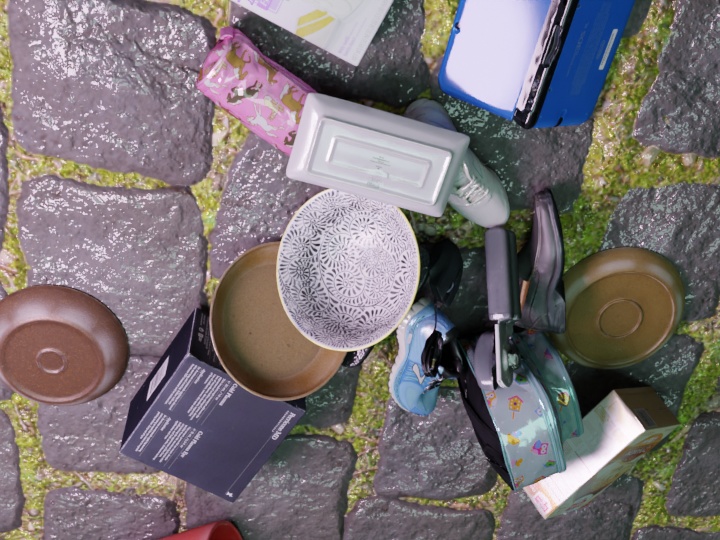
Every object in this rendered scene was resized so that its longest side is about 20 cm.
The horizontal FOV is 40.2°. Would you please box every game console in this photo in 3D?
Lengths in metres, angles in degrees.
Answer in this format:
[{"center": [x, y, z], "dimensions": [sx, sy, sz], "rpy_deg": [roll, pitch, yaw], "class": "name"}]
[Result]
[{"center": [0.208, -0.281, 1.143], "dimensions": [0.168, 0.118, 0.203], "rpy_deg": [-10, 129, -36], "class": "game console"}]

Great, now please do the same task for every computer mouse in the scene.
[{"center": [0.105, 0.045, 1.240], "dimensions": [0.033, 0.203, 0.059], "rpy_deg": [-5, 146, 22], "class": "computer mouse"}]

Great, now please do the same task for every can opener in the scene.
[{"center": [0.168, 0.049, 1.249], "dimensions": [0.066, 0.204, 0.053], "rpy_deg": [-7, 171, 29], "class": "can opener"}]

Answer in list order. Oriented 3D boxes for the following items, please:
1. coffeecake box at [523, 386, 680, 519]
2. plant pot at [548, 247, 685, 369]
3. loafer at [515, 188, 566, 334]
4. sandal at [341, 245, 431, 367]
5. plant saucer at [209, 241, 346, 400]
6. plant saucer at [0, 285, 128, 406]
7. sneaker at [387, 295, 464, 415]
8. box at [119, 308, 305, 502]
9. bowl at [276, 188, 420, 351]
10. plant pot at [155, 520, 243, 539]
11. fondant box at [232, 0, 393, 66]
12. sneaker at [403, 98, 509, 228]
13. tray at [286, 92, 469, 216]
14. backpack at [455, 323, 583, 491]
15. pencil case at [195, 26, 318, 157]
[{"center": [0.343, 0.260, 1.415], "dimensions": [0.200, 0.073, 0.152], "rpy_deg": [-49, 152, 23], "class": "coffeecake box"}, {"center": [0.357, 0.062, 1.363], "dimensions": [0.196, 0.028, 0.203], "rpy_deg": [-2, 123, -3], "class": "plant pot"}, {"center": [0.230, -0.007, 1.284], "dimensions": [0.071, 0.073, 0.204], "rpy_deg": [-2, 113, 10], "class": "loafer"}, {"center": [0.027, 0.042, 1.311], "dimensions": [0.075, 0.045, 0.201], "rpy_deg": [43, 113, 19], "class": "sandal"}, {"center": [-0.106, 0.066, 1.275], "dimensions": [0.197, 0.035, 0.205], "rpy_deg": [3, 83, -26], "class": "plant saucer"}, {"center": [-0.417, 0.114, 1.338], "dimensions": [0.196, 0.037, 0.204], "rpy_deg": [-2, 123, -3], "class": "plant saucer"}, {"center": [0.093, 0.134, 1.328], "dimensions": [0.078, 0.089, 0.202], "rpy_deg": [-35, 144, -31], "class": "sneaker"}, {"center": [-0.200, 0.188, 1.348], "dimensions": [0.180, 0.105, 0.201], "rpy_deg": [30, 117, -20], "class": "box"}, {"center": [0.000, 0.000, 1.241], "dimensions": [0.200, 0.203, 0.094], "rpy_deg": [-37, 162, 18], "class": "bowl"}, {"center": [-0.280, 0.494, 1.504], "dimensions": [0.174, 0.202, 0.203], "rpy_deg": [-11, 123, 15], "class": "plant pot"}, {"center": [-0.056, -0.336, 1.068], "dimensions": [0.197, 0.059, 0.145], "rpy_deg": [24, 118, -16], "class": "fondant box"}, {"center": [0.120, -0.115, 1.206], "dimensions": [0.070, 0.081, 0.200], "rpy_deg": [-35, 119, 15], "class": "sneaker"}, {"center": [0.021, -0.127, 1.130], "dimensions": [0.196, 0.022, 0.109], "rpy_deg": [13, 118, -12], "class": "tray"}, {"center": [0.216, 0.185, 1.327], "dimensions": [0.150, 0.201, 0.178], "rpy_deg": [-15, 122, 5], "class": "backpack"}, {"center": [-0.096, -0.194, 1.140], "dimensions": [0.198, 0.083, 0.088], "rpy_deg": [32, 82, -21], "class": "pencil case"}]
